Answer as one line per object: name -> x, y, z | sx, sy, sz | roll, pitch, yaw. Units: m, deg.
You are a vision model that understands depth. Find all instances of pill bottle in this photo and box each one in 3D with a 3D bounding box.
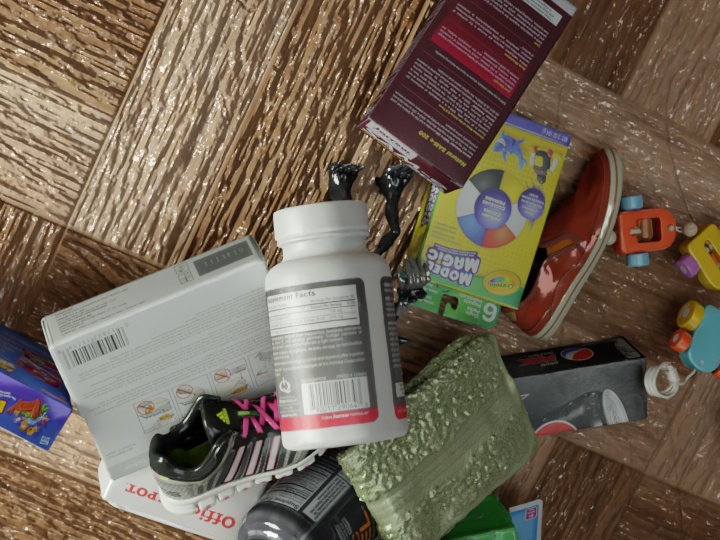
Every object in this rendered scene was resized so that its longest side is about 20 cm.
pill bottle -> -0.023, 0.046, 1.310 | 0.109, 0.111, 0.203 | -6, 86, -12
pill bottle -> -0.045, 0.238, 1.450 | 0.200, 0.105, 0.107 | -42, 118, -43

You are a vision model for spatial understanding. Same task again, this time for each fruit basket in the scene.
fruit basket -> 0.101, 0.335, 1.574 | 0.183, 0.094, 0.203 | -8, 113, -14

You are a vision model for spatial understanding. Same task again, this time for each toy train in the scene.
toy train -> 0.309, 0.019, 1.545 | 0.148, 0.056, 0.203 | -11, 94, -18

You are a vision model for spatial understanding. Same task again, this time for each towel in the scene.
towel -> 0.077, 0.165, 1.451 | 0.199, 0.036, 0.150 | -37, 110, -23

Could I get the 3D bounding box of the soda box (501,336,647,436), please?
soda box -> 0.185, 0.122, 1.547 | 0.197, 0.063, 0.072 | -8, 108, -11

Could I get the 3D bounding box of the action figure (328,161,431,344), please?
action figure -> 0.000, 0.000, 1.413 | 0.117, 0.102, 0.203 | 6, 77, -8

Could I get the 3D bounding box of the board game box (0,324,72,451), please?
board game box -> -0.353, 0.072, 1.360 | 0.199, 0.135, 0.045 | 31, 97, -20

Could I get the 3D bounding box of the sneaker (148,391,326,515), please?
sneaker -> -0.103, 0.142, 1.369 | 0.198, 0.074, 0.088 | -27, 138, 2

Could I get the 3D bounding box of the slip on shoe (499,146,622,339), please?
slip on shoe -> 0.197, -0.030, 1.505 | 0.061, 0.074, 0.202 | 23, 104, -16

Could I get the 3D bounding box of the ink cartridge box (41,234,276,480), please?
ink cartridge box -> -0.161, 0.079, 1.373 | 0.198, 0.044, 0.175 | -22, 132, -9

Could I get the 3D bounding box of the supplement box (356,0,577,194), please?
supplement box -> 0.096, -0.183, 1.403 | 0.108, 0.061, 0.201 | 35, 80, -7

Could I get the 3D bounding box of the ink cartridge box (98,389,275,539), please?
ink cartridge box -> -0.145, 0.136, 1.457 | 0.144, 0.084, 0.202 | 21, 99, -18

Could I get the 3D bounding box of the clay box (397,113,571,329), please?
clay box -> 0.116, -0.050, 1.473 | 0.114, 0.048, 0.203 | 16, 91, -18
